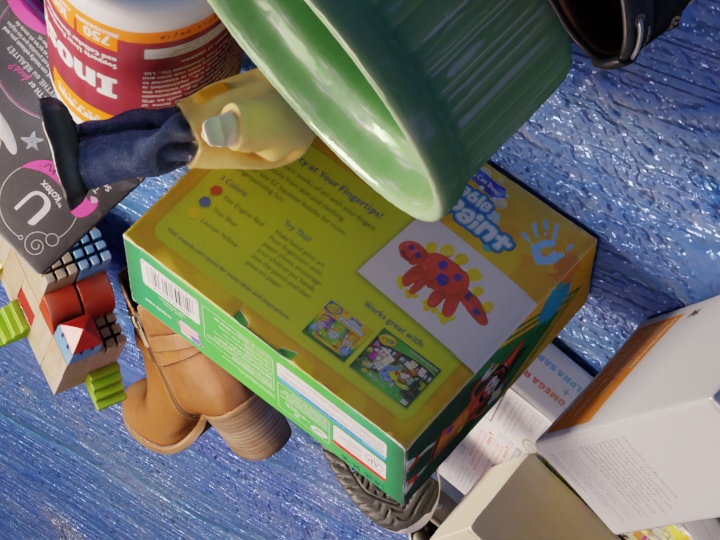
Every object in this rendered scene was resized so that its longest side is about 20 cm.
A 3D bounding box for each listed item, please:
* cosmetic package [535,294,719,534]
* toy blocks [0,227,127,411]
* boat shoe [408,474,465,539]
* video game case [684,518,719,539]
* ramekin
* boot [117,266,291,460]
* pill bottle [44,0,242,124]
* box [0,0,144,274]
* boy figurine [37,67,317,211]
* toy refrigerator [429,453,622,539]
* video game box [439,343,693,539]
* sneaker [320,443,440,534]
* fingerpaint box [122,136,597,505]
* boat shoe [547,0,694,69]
[{"bbox_3d":[0.179,0.067,1.215,0.071,0.101,0.200,47,157,-7],"label":"cosmetic package"},{"bbox_3d":[-0.227,-0.003,1.796,0.201,0.099,0.137,64,158,11],"label":"toy blocks"},{"bbox_3d":[0.065,0.177,1.658,0.200,0.068,0.075,53,157,-21],"label":"boat shoe"},{"bbox_3d":[0.262,0.233,1.307,0.182,0.022,0.200,44,-169,-40],"label":"video game case"},{"bbox_3d":[0.007,-0.129,1.118,0.200,0.098,0.200,48,171,10],"label":"ramekin"},{"bbox_3d":[-0.145,0.062,1.828,0.199,0.074,0.155,2,132,50],"label":"boot"},{"bbox_3d":[-0.120,-0.138,1.351,0.113,0.113,0.200,39,158,13],"label":"pill bottle"},{"bbox_3d":[-0.223,-0.116,1.514,0.200,0.115,0.132,48,-172,-9],"label":"box"},{"bbox_3d":[-0.066,-0.083,1.264,0.124,0.199,0.065,-114,8,-79],"label":"boy figurine"},{"bbox_3d":[0.140,0.207,1.463,0.200,0.070,0.076,45,158,-5],"label":"toy refrigerator"},{"bbox_3d":[0.126,0.124,1.486,0.182,0.047,0.200,42,159,10],"label":"video game box"},{"bbox_3d":[0.008,0.088,1.552,0.077,0.075,0.201,52,-169,-50],"label":"sneaker"},{"bbox_3d":[0.000,0.000,1.318,0.200,0.167,0.074,35,155,19],"label":"fingerpaint box"},{"bbox_3d":[0.074,-0.176,1.008,0.200,0.068,0.072,55,158,-21],"label":"boat shoe"}]
